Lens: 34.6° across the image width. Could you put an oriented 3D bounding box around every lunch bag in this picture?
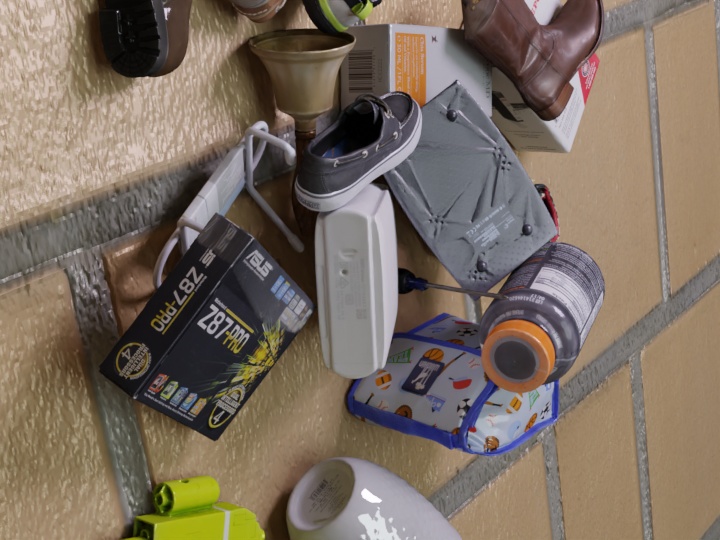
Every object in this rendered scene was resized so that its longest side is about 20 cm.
[{"bbox_3d":[0.107,0.132,1.302,0.199,0.169,0.125,-23,117,-45],"label":"lunch bag"}]

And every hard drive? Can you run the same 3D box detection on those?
[{"bbox_3d":[0.107,-0.084,1.225,0.135,0.042,0.201,-38,103,-10],"label":"hard drive"}]

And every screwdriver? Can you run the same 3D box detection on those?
[{"bbox_3d":[0.082,0.021,1.232,0.028,0.199,0.029,-36,123,-33],"label":"screwdriver"}]

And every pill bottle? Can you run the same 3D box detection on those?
[{"bbox_3d":[0.188,0.052,1.216,0.200,0.105,0.107,-45,129,-57],"label":"pill bottle"}]

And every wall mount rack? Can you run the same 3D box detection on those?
[{"bbox_3d":[-0.112,-0.034,1.089,0.201,0.074,0.174,-58,167,-27],"label":"wall mount rack"}]

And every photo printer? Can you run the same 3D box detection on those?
[{"bbox_3d":[0.000,0.000,1.173,0.200,0.069,0.168,-68,156,-76],"label":"photo printer"}]

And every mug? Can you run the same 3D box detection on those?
[{"bbox_3d":[-0.012,0.300,1.216,0.200,0.148,0.176,-42,123,-2],"label":"mug"}]

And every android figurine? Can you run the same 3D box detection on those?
[{"bbox_3d":[-0.161,0.286,1.089,0.199,0.041,0.184,0,94,-51],"label":"android figurine"}]

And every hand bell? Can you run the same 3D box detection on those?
[{"bbox_3d":[-0.053,-0.129,1.143,0.104,0.104,0.201,-28,125,-46],"label":"hand bell"}]

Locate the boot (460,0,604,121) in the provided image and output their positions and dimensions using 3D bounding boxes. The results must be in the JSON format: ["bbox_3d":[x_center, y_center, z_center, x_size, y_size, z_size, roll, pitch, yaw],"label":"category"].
[{"bbox_3d":[0.195,-0.297,1.320,0.200,0.064,0.188,36,66,-41],"label":"boot"}]

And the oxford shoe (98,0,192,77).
[{"bbox_3d":[-0.181,-0.266,0.981,0.084,0.072,0.202,-20,113,-66],"label":"oxford shoe"}]

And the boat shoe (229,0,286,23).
[{"bbox_3d":[-0.080,-0.327,1.095,0.072,0.075,0.201,66,43,-70],"label":"boat shoe"}]

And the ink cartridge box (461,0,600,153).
[{"bbox_3d":[0.208,-0.260,1.445,0.200,0.083,0.145,40,65,-46],"label":"ink cartridge box"}]

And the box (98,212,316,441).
[{"bbox_3d":[-0.126,0.057,1.009,0.162,0.049,0.200,-55,158,-9],"label":"box"}]

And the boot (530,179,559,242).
[{"bbox_3d":[0.129,-0.095,1.307,0.204,0.153,0.074,58,41,-41],"label":"boot"}]

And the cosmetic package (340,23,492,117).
[{"bbox_3d":[0.066,-0.218,1.283,0.199,0.071,0.102,-12,104,-51],"label":"cosmetic package"}]

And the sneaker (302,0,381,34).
[{"bbox_3d":[-0.005,-0.315,1.138,0.072,0.082,0.201,38,43,-48],"label":"sneaker"}]

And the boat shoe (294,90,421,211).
[{"bbox_3d":[0.001,-0.132,1.104,0.200,0.070,0.067,-42,149,-42],"label":"boat shoe"}]
